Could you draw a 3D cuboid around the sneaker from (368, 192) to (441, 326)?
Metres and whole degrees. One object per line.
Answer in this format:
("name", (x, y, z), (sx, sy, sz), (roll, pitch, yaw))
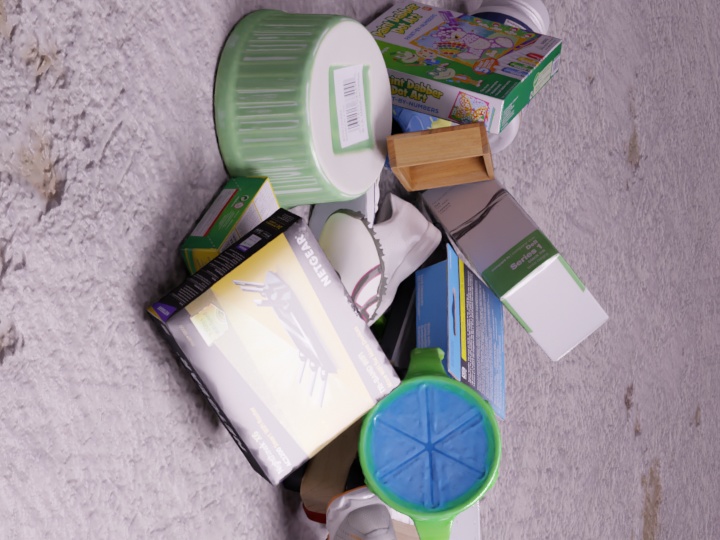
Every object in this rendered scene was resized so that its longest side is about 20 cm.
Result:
("sneaker", (0.000, 0.000, 1.735), (0.089, 0.075, 0.200), (46, 57, -12))

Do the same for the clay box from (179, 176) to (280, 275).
("clay box", (-0.098, 0.023, 1.557), (0.115, 0.047, 0.201), (-59, 141, -43))

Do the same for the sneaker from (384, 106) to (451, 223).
("sneaker", (0.062, -0.120, 1.849), (0.105, 0.075, 0.201), (-35, 119, -38))

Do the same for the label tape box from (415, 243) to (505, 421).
("label tape box", (0.099, 0.073, 1.764), (0.200, 0.063, 0.145), (42, 44, -60))

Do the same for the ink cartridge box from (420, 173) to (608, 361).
("ink cartridge box", (0.169, -0.017, 1.802), (0.146, 0.084, 0.200), (46, 7, -46))

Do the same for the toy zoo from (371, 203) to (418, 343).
("toy zoo", (0.042, 0.015, 1.848), (0.131, 0.020, 0.201), (47, 50, -53))

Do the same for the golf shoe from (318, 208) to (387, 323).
("golf shoe", (-0.028, 0.037, 1.562), (0.088, 0.077, 0.201), (10, 83, -53))

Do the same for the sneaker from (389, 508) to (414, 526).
("sneaker", (0.023, 0.312, 1.783), (0.080, 0.076, 0.201), (34, 61, -33))

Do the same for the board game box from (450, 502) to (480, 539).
("board game box", (0.093, 0.341, 1.947), (0.200, 0.026, 0.201), (-12, 101, -62))

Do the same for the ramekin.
("ramekin", (-0.049, -0.158, 1.591), (0.200, 0.097, 0.201), (-2, 92, -62))

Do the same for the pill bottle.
("pill bottle", (0.159, -0.247, 1.960), (0.200, 0.119, 0.120), (-65, 143, -39))

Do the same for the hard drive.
("hard drive", (0.075, 0.066, 1.855), (0.140, 0.033, 0.201), (58, 41, -45))

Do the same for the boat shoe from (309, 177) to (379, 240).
("boat shoe", (-0.006, -0.082, 1.711), (0.070, 0.071, 0.201), (28, 59, -56))

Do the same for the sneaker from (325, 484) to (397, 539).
("sneaker", (-0.004, 0.304, 1.611), (0.201, 0.075, 0.092), (99, -26, -47))

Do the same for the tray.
("tray", (0.086, -0.117, 1.686), (0.200, 0.098, 0.037), (27, 55, -83))

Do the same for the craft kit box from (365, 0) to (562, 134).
("craft kit box", (0.094, -0.224, 1.751), (0.200, 0.197, 0.049), (-47, 147, -54))

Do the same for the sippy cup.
("sippy cup", (0.069, 0.176, 1.571), (0.178, 0.139, 0.130), (-57, 170, -7))

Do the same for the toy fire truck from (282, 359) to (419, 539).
("toy fire truck", (0.019, 0.213, 1.721), (0.200, 0.128, 0.177), (73, 31, -49))

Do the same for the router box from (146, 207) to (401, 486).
("router box", (-0.075, 0.070, 1.474), (0.157, 0.052, 0.200), (-38, 116, -14))
